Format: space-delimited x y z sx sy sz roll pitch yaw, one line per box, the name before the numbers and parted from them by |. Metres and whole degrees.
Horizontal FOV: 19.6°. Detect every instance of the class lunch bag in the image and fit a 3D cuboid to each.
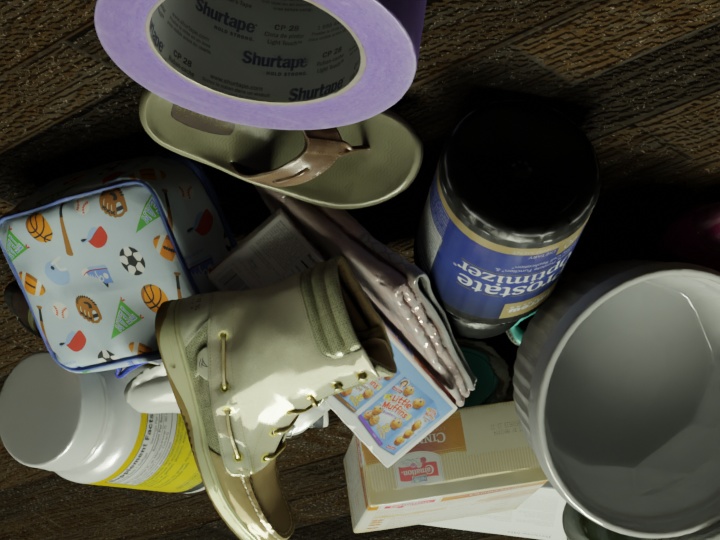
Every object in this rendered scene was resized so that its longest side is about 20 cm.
lunch bag | -0.181 0.000 1.604 0.200 0.076 0.160 -12 109 40

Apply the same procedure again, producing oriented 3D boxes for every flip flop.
flip flop | -0.056 -0.092 1.442 0.200 0.081 0.058 16 -168 -4

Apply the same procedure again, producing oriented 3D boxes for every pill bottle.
pill bottle | 0.098 -0.029 1.490 0.112 0.112 0.200 10 154 -2
pill bottle | -0.203 0.126 1.762 0.114 0.115 0.200 -10 165 34

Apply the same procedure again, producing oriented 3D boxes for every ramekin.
ramekin | 0.206 0.086 1.527 0.200 0.200 0.105 17 -174 -17

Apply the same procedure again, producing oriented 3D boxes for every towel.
towel | 0.000 0.000 1.561 0.191 0.032 0.200 41 170 31

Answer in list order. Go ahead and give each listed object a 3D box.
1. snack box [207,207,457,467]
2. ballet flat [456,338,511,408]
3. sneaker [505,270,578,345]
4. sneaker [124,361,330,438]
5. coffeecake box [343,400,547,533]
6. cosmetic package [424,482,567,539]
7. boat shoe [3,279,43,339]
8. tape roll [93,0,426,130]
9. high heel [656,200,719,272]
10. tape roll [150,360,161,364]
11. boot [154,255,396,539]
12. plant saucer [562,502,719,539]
snack box | -0.019 0.051 1.531 0.200 0.072 0.024 48 -173 -13
ballet flat | 0.075 0.101 1.839 0.072 0.072 0.200 25 152 -30
sneaker | 0.198 0.044 1.612 0.200 0.078 0.091 3 -163 8
sneaker | -0.077 0.091 1.573 0.200 0.081 0.076 -10 -178 -4
coffeecake box | 0.070 0.171 1.798 0.153 0.073 0.200 -8 167 -6
cosmetic package | 0.111 0.210 2.050 0.200 0.052 0.151 7 152 4
boat shoe | -0.234 0.044 1.808 0.066 0.072 0.201 29 179 30
tape roll | -0.058 -0.172 1.279 0.200 0.085 0.200 7 155 3
high heel | 0.318 0.004 1.539 0.200 0.067 0.096 21 153 -25
tape roll | -0.075 0.065 1.711 0.202 0.071 0.202 13 176 1
boot | -0.045 0.097 1.493 0.154 0.072 0.200 -16 104 16
plant saucer | 0.256 0.180 1.601 0.200 0.200 0.050 -10 112 34
